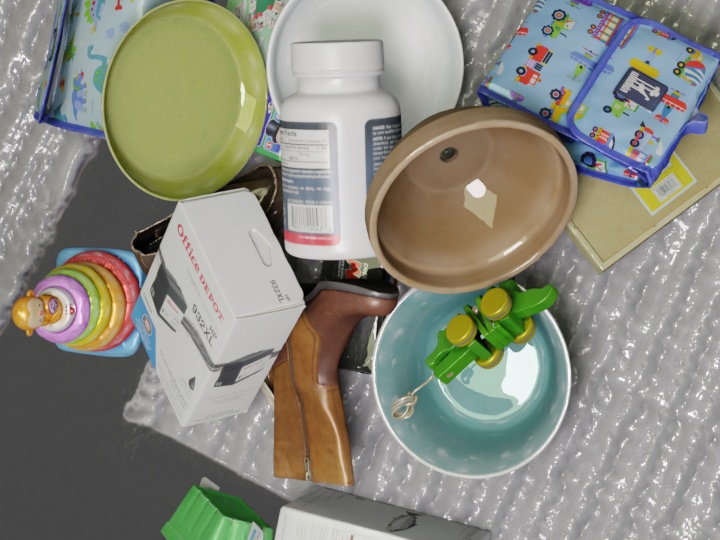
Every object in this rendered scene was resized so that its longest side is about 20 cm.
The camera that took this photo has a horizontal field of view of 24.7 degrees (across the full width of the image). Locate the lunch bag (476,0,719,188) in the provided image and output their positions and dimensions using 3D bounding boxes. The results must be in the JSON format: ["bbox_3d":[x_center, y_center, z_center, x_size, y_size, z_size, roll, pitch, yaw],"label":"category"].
[{"bbox_3d":[0.233,-0.163,1.543,0.198,0.094,0.151,23,65,24],"label":"lunch bag"}]

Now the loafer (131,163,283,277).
[{"bbox_3d":[-0.156,-0.049,1.709,0.199,0.071,0.074,-33,53,15],"label":"loafer"}]

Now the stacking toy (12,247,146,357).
[{"bbox_3d":[-0.304,0.037,1.701,0.108,0.200,0.118,4,93,16],"label":"stacking toy"}]

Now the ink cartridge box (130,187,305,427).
[{"bbox_3d":[-0.146,0.039,1.640,0.146,0.083,0.201,62,145,25],"label":"ink cartridge box"}]

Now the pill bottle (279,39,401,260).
[{"bbox_3d":[-0.018,-0.118,1.576,0.118,0.120,0.203,1,100,16],"label":"pill bottle"}]

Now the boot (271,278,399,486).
[{"bbox_3d":[-0.029,0.111,1.609,0.187,0.068,0.203,-6,87,39],"label":"boot"}]

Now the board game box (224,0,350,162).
[{"bbox_3d":[-0.088,-0.223,1.715,0.133,0.029,0.202,22,98,14],"label":"board game box"}]

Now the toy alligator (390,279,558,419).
[{"bbox_3d":[0.099,0.064,1.556,0.199,0.059,0.055,-38,42,15],"label":"toy alligator"}]

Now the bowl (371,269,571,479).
[{"bbox_3d":[0.119,0.099,1.631,0.198,0.105,0.204,1,92,16],"label":"bowl"}]

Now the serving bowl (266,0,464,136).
[{"bbox_3d":[0.002,-0.208,1.655,0.197,0.066,0.203,-1,101,-7],"label":"serving bowl"}]

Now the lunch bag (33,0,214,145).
[{"bbox_3d":[-0.265,-0.224,1.719,0.199,0.127,0.172,18,96,44],"label":"lunch bag"}]

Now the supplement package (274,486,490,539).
[{"bbox_3d":[0.018,0.306,1.664,0.198,0.117,0.119,12,96,15],"label":"supplement package"}]

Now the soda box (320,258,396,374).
[{"bbox_3d":[0.000,0.000,1.682,0.070,0.063,0.203,7,96,16],"label":"soda box"}]

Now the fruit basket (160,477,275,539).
[{"bbox_3d":[-0.158,0.335,1.702,0.093,0.185,0.203,12,95,-25],"label":"fruit basket"}]

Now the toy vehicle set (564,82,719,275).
[{"bbox_3d":[0.272,-0.105,1.585,0.199,0.027,0.125,-36,82,-5],"label":"toy vehicle set"}]

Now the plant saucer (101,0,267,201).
[{"bbox_3d":[-0.181,-0.172,1.649,0.031,0.198,0.203,16,98,49],"label":"plant saucer"}]

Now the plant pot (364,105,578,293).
[{"bbox_3d":[0.093,-0.083,1.519,0.200,0.201,0.093,-36,44,14],"label":"plant pot"}]

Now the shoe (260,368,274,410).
[{"bbox_3d":[-0.093,0.066,1.717,0.069,0.053,0.202,-23,85,15],"label":"shoe"}]
